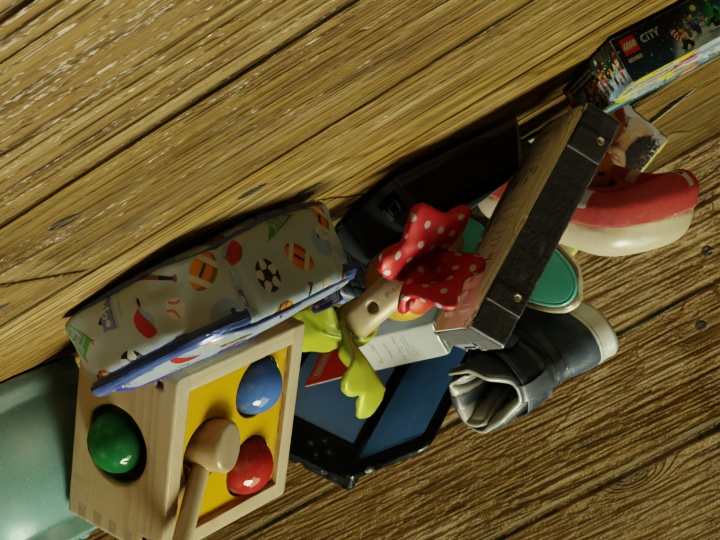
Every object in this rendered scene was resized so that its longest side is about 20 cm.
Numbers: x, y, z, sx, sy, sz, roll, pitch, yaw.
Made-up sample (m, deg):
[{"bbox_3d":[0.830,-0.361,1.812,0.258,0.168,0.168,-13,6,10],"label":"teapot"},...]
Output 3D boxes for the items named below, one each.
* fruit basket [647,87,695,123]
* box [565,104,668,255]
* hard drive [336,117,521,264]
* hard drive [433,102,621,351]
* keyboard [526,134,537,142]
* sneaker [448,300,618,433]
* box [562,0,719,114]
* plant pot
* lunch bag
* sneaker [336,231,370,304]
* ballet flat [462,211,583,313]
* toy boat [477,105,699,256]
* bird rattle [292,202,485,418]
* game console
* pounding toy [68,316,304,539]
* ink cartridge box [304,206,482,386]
[{"bbox_3d":[0.249,-0.120,1.909,0.200,0.094,0.185,-44,-177,-25],"label":"fruit basket"},{"bbox_3d":[0.206,-0.071,1.706,0.201,0.075,0.050,-52,173,7],"label":"box"},{"bbox_3d":[0.058,-0.062,1.496,0.134,0.043,0.200,-27,175,-19],"label":"hard drive"},{"bbox_3d":[0.129,-0.032,1.415,0.201,0.038,0.140,-62,-174,-7],"label":"hard drive"},{"bbox_3d":[0.120,-0.098,1.710,0.199,0.011,0.056,-29,170,7],"label":"keyboard"},{"bbox_3d":[0.123,0.074,1.636,0.146,0.077,0.202,-35,-157,-19],"label":"sneaker"},{"bbox_3d":[0.267,-0.188,1.398,0.199,0.038,0.137,-28,176,-13],"label":"box"},{"bbox_3d":[-0.291,0.178,1.443,0.199,0.135,0.200,-29,175,-3],"label":"plant pot"},{"bbox_3d":[-0.104,0.022,1.255,0.160,0.076,0.199,-29,175,35],"label":"lunch bag"},{"bbox_3d":[0.000,0.000,1.649,0.082,0.075,0.199,-22,175,29],"label":"sneaker"},{"bbox_3d":[0.127,-0.019,1.624,0.068,0.199,0.062,-63,155,4],"label":"ballet flat"},{"bbox_3d":[0.203,-0.095,1.564,0.199,0.132,0.130,19,-157,29],"label":"toy boat"},{"bbox_3d":[0.026,0.008,1.431,0.200,0.112,0.163,-52,177,27],"label":"bird rattle"},{"bbox_3d":[0.011,0.102,1.742,0.201,0.175,0.117,-58,170,-43],"label":"game console"},{"bbox_3d":[-0.134,0.140,1.375,0.141,0.186,0.199,22,-154,30],"label":"pounding toy"},{"bbox_3d":[0.035,0.020,1.756,0.172,0.044,0.201,-14,-148,31],"label":"ink cartridge box"}]
